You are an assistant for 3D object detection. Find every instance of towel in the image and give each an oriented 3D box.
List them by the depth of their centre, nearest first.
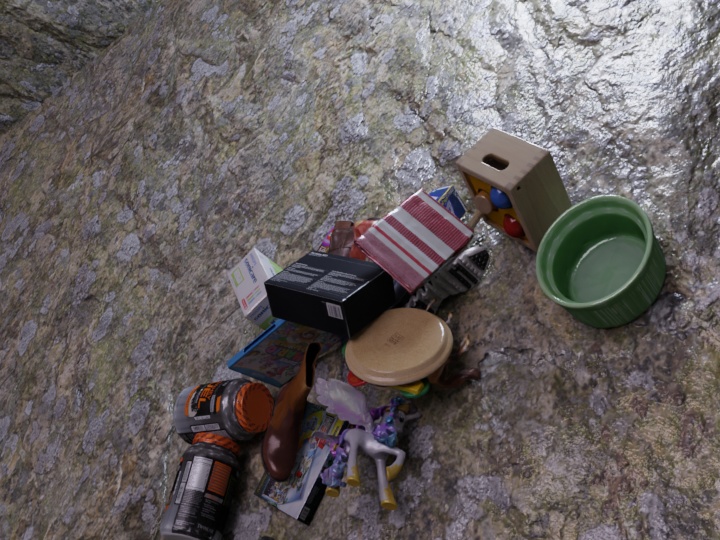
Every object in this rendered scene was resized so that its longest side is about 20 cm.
[{"bbox_3d":[0.100,-0.056,1.618,0.143,0.023,0.199,40,53,15],"label":"towel"}]

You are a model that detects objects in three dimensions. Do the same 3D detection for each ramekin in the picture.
[{"bbox_3d":[0.388,-0.008,1.431,0.197,0.097,0.204,-25,46,28],"label":"ramekin"}]

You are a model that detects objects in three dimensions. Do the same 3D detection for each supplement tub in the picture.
[{"bbox_3d":[-0.305,0.429,1.738,0.121,0.122,0.204,-11,53,37],"label":"supplement tub"},{"bbox_3d":[-0.276,0.287,1.819,0.197,0.122,0.125,-13,52,36],"label":"supplement tub"}]

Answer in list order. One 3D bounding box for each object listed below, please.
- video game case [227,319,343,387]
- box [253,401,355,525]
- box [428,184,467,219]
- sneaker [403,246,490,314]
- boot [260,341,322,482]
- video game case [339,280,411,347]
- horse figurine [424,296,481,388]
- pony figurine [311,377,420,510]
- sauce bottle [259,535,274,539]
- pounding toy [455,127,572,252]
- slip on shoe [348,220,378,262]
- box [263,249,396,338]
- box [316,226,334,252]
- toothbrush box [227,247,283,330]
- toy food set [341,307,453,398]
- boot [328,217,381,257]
[{"bbox_3d":[-0.147,0.156,1.758,0.199,0.142,0.018,-38,47,26],"label":"video game case"},{"bbox_3d":[-0.104,0.353,1.670,0.135,0.038,0.203,12,70,47],"label":"box"},{"bbox_3d":[0.119,-0.074,1.706,0.069,0.065,0.201,-8,35,52],"label":"box"},{"bbox_3d":[0.151,0.014,1.665,0.199,0.075,0.082,-37,32,15],"label":"sneaker"},{"bbox_3d":[-0.113,0.257,1.605,0.201,0.067,0.191,122,167,-47],"label":"boot"},{"bbox_3d":[0.034,0.078,1.716,0.202,0.019,0.143,-54,19,6],"label":"video game case"},{"bbox_3d":[0.132,0.144,1.592,0.133,0.050,0.201,-50,43,12],"label":"horse figurine"},{"bbox_3d":[-0.001,0.290,1.526,0.188,0.169,0.202,10,44,6],"label":"pony figurine"},{"bbox_3d":[-0.104,0.503,1.540,0.197,0.066,0.067,2,61,47],"label":"sauce bottle"},{"bbox_3d":[0.255,-0.129,1.605,0.142,0.185,0.199,-42,39,-10],"label":"pounding toy"},{"bbox_3d":[0.000,0.000,1.708,0.060,0.074,0.205,15,107,20],"label":"slip on shoe"},{"bbox_3d":[-0.055,0.039,1.619,0.197,0.080,0.140,12,36,40],"label":"box"},{"bbox_3d":[-0.029,-0.003,1.868,0.198,0.039,0.138,24,78,49],"label":"box"},{"bbox_3d":[-0.160,0.069,1.812,0.086,0.200,0.146,-41,41,8],"label":"toothbrush box"},{"bbox_3d":[0.063,0.136,1.541,0.196,0.050,0.198,12,41,32],"label":"toy food set"},{"bbox_3d":[-0.008,0.000,1.772,0.184,0.064,0.204,-2,62,42],"label":"boot"}]
